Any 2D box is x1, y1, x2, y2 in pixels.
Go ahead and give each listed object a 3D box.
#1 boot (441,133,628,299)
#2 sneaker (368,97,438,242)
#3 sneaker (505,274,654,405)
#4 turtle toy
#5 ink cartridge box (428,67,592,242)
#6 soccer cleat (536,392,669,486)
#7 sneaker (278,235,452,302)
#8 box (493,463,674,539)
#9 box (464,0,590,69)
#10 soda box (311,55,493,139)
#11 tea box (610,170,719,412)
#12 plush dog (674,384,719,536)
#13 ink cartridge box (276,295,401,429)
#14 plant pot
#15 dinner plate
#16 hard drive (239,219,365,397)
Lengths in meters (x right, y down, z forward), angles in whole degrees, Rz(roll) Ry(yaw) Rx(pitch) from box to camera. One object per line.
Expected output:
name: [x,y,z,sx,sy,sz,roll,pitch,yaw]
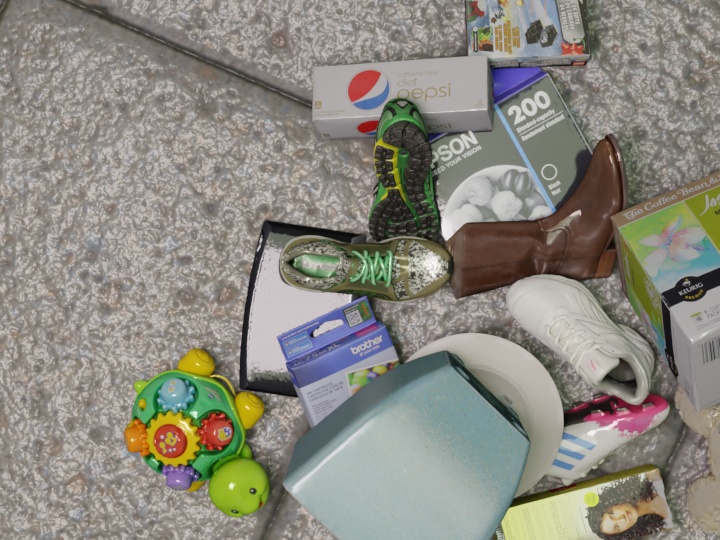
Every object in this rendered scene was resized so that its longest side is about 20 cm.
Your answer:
boot: [0.187,-0.057,1.412,0.200,0.064,0.187,-5,119,-9]
sneaker: [0.051,-0.103,1.420,0.078,0.200,0.085,4,47,0]
sneaker: [0.249,0.078,1.415,0.200,0.099,0.078,31,113,-10]
turtle toy: [-0.180,0.193,1.437,0.200,0.101,0.146,41,106,2]
ink cartridge box: [0.151,-0.137,1.470,0.198,0.043,0.200,-30,88,2]
soccer cleat: [0.256,0.195,1.459,0.200,0.070,0.086,-14,105,4]
sneaker: [0.000,0.000,1.401,0.200,0.089,0.077,0,93,10]
box: [0.249,0.281,1.461,0.200,0.050,0.075,-16,89,3]
box: [0.186,-0.330,1.455,0.137,0.040,0.200,-1,80,3]
soda box: [0.048,-0.193,1.441,0.200,0.064,0.068,-2,74,12]
tea box: [0.402,0.008,1.367,0.200,0.134,0.197,-23,47,-1]
plush dog: [0.463,0.193,1.419,0.172,0.160,0.200,-9,91,-25]
ink cartridge box: [-0.005,0.143,1.444,0.119,0.042,0.200,-24,101,-10]
plant pot: [0.064,0.195,1.322,0.196,0.196,0.200,44,95,-3]
dinner plate: [0.124,0.169,1.416,0.200,0.024,0.200,1,99,4]
hard drive: [-0.068,0.048,1.476,0.135,0.042,0.200,9,90,2]
